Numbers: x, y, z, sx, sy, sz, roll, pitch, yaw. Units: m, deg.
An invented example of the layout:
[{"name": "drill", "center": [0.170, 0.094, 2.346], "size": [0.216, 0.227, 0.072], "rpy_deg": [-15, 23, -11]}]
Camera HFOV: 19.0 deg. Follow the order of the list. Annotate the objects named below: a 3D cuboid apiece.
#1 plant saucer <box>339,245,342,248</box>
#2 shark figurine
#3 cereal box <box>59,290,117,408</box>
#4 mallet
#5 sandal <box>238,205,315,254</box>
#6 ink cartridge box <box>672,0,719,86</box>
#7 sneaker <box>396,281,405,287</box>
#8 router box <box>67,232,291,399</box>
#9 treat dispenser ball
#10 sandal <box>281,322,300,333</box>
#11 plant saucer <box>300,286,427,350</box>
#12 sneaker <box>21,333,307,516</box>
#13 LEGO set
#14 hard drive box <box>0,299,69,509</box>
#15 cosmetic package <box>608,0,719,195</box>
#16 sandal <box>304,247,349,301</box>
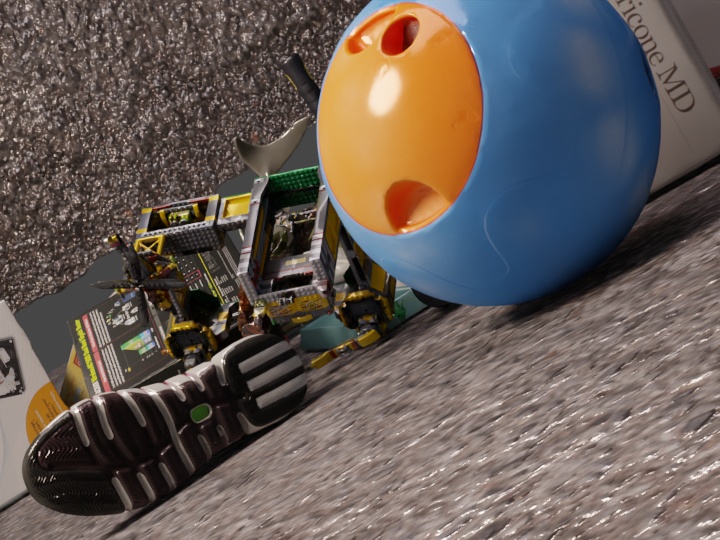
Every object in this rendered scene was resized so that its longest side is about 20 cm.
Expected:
[{"name": "plant saucer", "center": [0.057, -0.049, 1.763], "size": [0.198, 0.031, 0.200], "rpy_deg": [-11, 10, 2]}, {"name": "shark figurine", "center": [-0.064, -0.030, 1.968], "size": [0.089, 0.129, 0.216], "rpy_deg": [-8, 42, 9]}, {"name": "cereal box", "center": [-0.205, 0.054, 1.963], "size": [0.200, 0.039, 0.145], "rpy_deg": [-49, -14, -45]}, {"name": "mallet", "center": [0.008, -0.059, 1.443], "size": [0.041, 0.201, 0.066], "rpy_deg": [-35, 11, 4]}, {"name": "sandal", "center": [-0.083, 0.011, 2.050], "size": [0.200, 0.080, 0.057], "rpy_deg": [-30, -34, 28]}, {"name": "ink cartridge box", "center": [0.227, -0.170, 1.771], "size": [0.146, 0.084, 0.199], "rpy_deg": [-17, -6, -43]}, {"name": "sneaker", "center": [0.091, -0.069, 1.623], "size": [0.072, 0.085, 0.200], "rpy_deg": [26, 53, 33]}, {"name": "router box", "center": [-0.137, 0.057, 1.637], "size": [0.149, 0.062, 0.200], "rpy_deg": [-30, 22, -2]}, {"name": "treat dispenser ball", "center": [0.073, -0.081, 1.239], "size": [0.200, 0.202, 0.201], "rpy_deg": [-30, 5, 3]}, {"name": "sandal", "center": [-0.101, 0.048, 1.845], "size": [0.080, 0.058, 0.201], "rpy_deg": [-26, 7, 44]}, {"name": "plant saucer", "center": [0.001, 0.035, 1.605], "size": [0.070, 0.019, 0.200], "rpy_deg": [-32, 6, -13]}, {"name": "sneaker", "center": [-0.135, 0.111, 1.403], "size": [0.199, 0.076, 0.115], "rpy_deg": [-21, -4, -24]}, {"name": "LEGO set", "center": [-0.073, 0.022, 1.448], "size": [0.198, 0.155, 0.116], "rpy_deg": [-4, 41, 10]}, {"name": "hard drive box", "center": [-0.359, 0.144, 1.854], "size": [0.199, 0.157, 0.077], "rpy_deg": [-33, 7, -21]}, {"name": "cosmetic package", "center": [0.134, -0.117, 1.465], "size": [0.199, 0.166, 0.165], "rpy_deg": [-31, 5, 12]}, {"name": "sandal", "center": [0.004, 0.001, 1.787], "size": [0.201, 0.050, 0.082], "rpy_deg": [-20, 15, -29]}]
